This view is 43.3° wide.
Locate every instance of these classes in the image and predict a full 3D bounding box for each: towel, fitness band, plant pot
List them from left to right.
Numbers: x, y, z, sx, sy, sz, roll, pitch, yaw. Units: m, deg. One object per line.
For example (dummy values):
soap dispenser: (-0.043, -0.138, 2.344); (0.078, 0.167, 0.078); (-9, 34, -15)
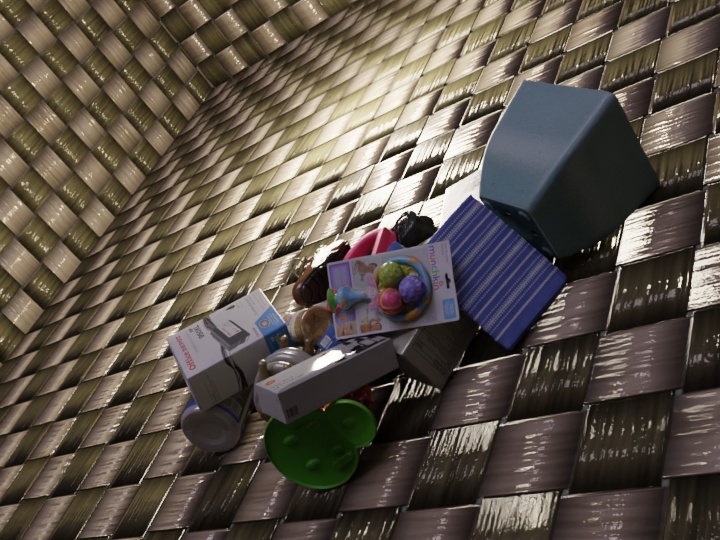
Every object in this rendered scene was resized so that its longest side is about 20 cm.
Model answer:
fitness band: (0.000, 0.000, 1.592); (0.143, 0.037, 0.202); (-38, 22, 38)
towel: (0.192, 0.002, 1.345); (0.145, 0.199, 0.024); (-47, -8, -10)
plant pot: (0.296, -0.138, 1.379); (0.201, 0.197, 0.194); (-51, 36, -12)

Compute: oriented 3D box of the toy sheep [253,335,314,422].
toy sheep: (-0.117, 0.191, 1.537); (0.136, 0.140, 0.200); (-23, 11, 33)

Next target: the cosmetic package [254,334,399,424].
cosmetic package: (-0.048, 0.151, 1.313); (0.197, 0.052, 0.082); (-23, 13, -28)

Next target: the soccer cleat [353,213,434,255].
soccer cleat: (0.061, -0.042, 1.746); (0.198, 0.067, 0.083); (-27, 46, 31)

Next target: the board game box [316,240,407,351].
board game box: (0.027, 0.055, 1.432); (0.034, 0.135, 0.201); (40, 97, 23)

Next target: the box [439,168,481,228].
box: (0.195, -0.088, 1.527); (0.115, 0.060, 0.202); (-28, 27, 30)

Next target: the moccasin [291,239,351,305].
moccasin: (-0.081, 0.003, 1.668); (0.076, 0.075, 0.202); (-7, 30, 24)

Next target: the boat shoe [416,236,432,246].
boat shoe: (0.085, 0.013, 1.606); (0.199, 0.071, 0.064); (-40, 4, 22)

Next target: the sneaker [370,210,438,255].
sneaker: (0.074, -0.018, 1.669); (0.200, 0.089, 0.077); (-49, 30, 38)

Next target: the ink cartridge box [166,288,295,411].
ink cartridge box: (-0.231, 0.140, 1.626); (0.197, 0.085, 0.145); (-28, 36, -13)

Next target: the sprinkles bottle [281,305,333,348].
sprinkles bottle: (-0.104, 0.106, 1.667); (0.069, 0.068, 0.199); (-49, 10, -18)

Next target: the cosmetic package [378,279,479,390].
cosmetic package: (0.122, 0.065, 1.395); (0.202, 0.103, 0.087); (-56, 30, -15)

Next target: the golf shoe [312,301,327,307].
golf shoe: (-0.041, 0.084, 1.691); (0.093, 0.074, 0.200); (-60, 24, 12)

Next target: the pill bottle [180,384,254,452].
pill bottle: (-0.253, 0.226, 1.694); (0.112, 0.114, 0.202); (-26, 28, 29)

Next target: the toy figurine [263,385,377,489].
toy figurine: (-0.035, 0.205, 1.395); (0.199, 0.150, 0.185); (-37, 14, 31)

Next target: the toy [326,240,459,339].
toy: (0.039, 0.029, 1.328); (0.196, 0.118, 0.047); (-11, -7, 23)
